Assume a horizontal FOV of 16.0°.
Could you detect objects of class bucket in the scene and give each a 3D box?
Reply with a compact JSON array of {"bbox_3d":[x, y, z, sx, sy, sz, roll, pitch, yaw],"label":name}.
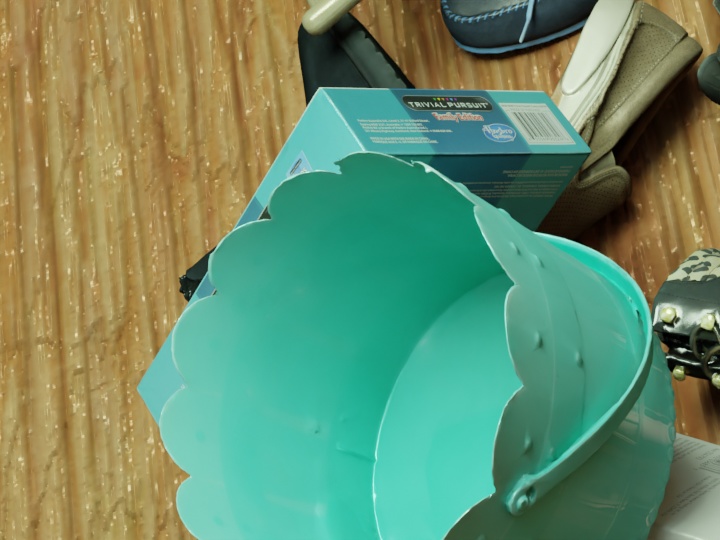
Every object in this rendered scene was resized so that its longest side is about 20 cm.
[{"bbox_3d":[0.029,0.061,1.105,0.206,0.134,0.209,-16,64,38],"label":"bucket"}]

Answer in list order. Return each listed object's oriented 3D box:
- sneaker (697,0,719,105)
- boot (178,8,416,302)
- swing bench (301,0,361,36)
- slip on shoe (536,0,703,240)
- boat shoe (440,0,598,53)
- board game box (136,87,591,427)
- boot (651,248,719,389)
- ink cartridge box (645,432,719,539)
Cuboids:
[{"bbox_3d":[0.220,-0.086,1.299,0.103,0.060,0.201,2,47,15],"label":"sneaker"},{"bbox_3d":[-0.034,-0.045,1.383,0.168,0.076,0.200,-40,43,6],"label":"boot"},{"bbox_3d":[0.025,-0.251,1.409,0.199,0.130,0.199,-24,26,1],"label":"swing bench"},{"bbox_3d":[0.112,-0.050,1.332,0.060,0.076,0.201,26,73,7],"label":"slip on shoe"},{"bbox_3d":[0.129,-0.193,1.406,0.199,0.069,0.084,-30,53,5],"label":"boat shoe"},{"bbox_3d":[0.000,0.000,1.238,0.047,0.150,0.200,55,128,30],"label":"board game box"},{"bbox_3d":[0.201,0.051,1.190,0.153,0.074,0.203,6,29,30],"label":"boot"},{"bbox_3d":[0.192,0.139,1.141,0.199,0.116,0.068,16,110,31],"label":"ink cartridge box"}]
